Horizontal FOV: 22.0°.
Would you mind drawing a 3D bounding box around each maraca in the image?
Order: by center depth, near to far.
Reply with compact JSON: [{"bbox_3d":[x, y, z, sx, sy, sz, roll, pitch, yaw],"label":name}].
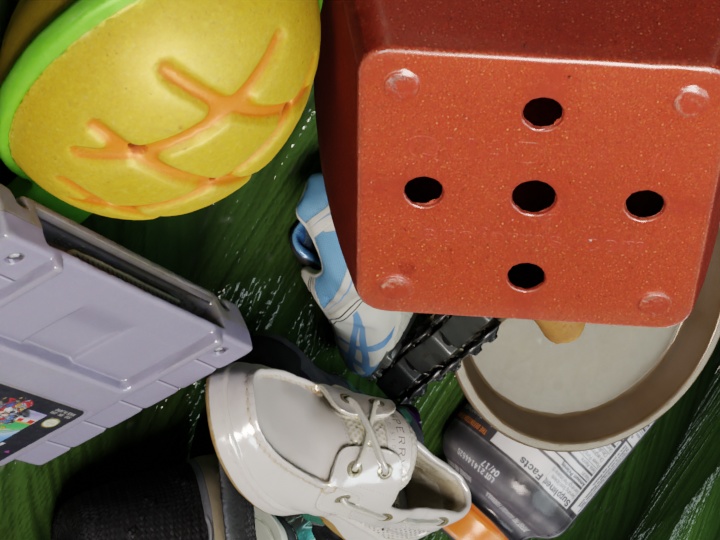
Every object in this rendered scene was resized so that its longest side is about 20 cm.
[{"bbox_3d":[-0.083,-0.069,0.725,0.136,0.108,0.200,-17,161,-26],"label":"maraca"}]

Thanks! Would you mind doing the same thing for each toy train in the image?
[{"bbox_3d":[0.049,0.036,1.037,0.046,0.034,0.200,-43,178,-21],"label":"toy train"}]

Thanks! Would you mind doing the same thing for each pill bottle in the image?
[{"bbox_3d":[0.126,0.103,1.234,0.200,0.106,0.106,-49,152,-4],"label":"pill bottle"}]

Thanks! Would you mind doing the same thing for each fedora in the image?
[{"bbox_3d":[-0.110,0.161,0.937,0.091,0.201,0.202,0,131,-13],"label":"fedora"}]

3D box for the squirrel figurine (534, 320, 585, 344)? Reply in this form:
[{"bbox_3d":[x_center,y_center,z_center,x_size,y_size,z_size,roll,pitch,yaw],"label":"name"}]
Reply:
[{"bbox_3d":[0.130,-0.098,0.933,0.186,0.142,0.200,-26,127,18],"label":"squirrel figurine"}]

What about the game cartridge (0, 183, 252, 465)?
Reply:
[{"bbox_3d":[-0.143,0.032,0.769,0.129,0.039,0.200,-33,155,13],"label":"game cartridge"}]

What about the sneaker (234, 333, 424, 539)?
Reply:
[{"bbox_3d":[-0.011,0.087,1.038,0.088,0.074,0.201,-56,140,-29],"label":"sneaker"}]

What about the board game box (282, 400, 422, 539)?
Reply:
[{"bbox_3d":[-0.043,0.181,1.152,0.135,0.028,0.201,-18,137,-47],"label":"board game box"}]

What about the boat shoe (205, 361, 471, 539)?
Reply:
[{"bbox_3d":[-0.005,0.086,0.906,0.069,0.071,0.200,-15,155,23],"label":"boat shoe"}]

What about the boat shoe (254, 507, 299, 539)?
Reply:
[{"bbox_3d":[-0.088,0.214,1.074,0.060,0.076,0.200,9,128,-47],"label":"boat shoe"}]

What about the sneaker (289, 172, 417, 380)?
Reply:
[{"bbox_3d":[0.000,0.000,0.980,0.072,0.072,0.200,-61,170,-20],"label":"sneaker"}]

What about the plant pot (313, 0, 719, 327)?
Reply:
[{"bbox_3d":[0.071,-0.088,0.749,0.201,0.198,0.177,91,4,-47],"label":"plant pot"}]

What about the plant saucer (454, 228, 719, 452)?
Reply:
[{"bbox_3d":[0.138,0.014,1.137,0.198,0.029,0.202,-8,110,-22],"label":"plant saucer"}]
